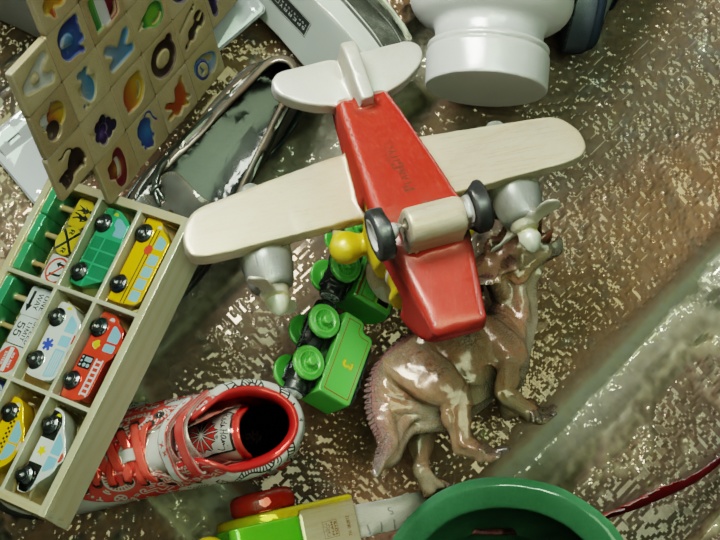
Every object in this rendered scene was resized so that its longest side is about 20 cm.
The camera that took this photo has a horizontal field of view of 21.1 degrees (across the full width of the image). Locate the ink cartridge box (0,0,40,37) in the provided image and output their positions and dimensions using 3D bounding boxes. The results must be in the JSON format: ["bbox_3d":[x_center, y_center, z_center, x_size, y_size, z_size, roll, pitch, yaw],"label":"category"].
[{"bbox_3d":[-0.194,-0.266,1.225,0.144,0.145,0.202,26,77,-6],"label":"ink cartridge box"}]

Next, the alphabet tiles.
[{"bbox_3d":[-0.140,-0.145,1.178,0.006,0.167,0.201,16,53,29],"label":"alphabet tiles"}]

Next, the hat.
[{"bbox_3d":[0.131,0.202,1.265,0.198,0.176,0.168,0,95,20],"label":"hat"}]

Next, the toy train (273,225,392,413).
[{"bbox_3d":[0.000,0.000,1.251,0.056,0.042,0.201,30,64,-19],"label":"toy train"}]

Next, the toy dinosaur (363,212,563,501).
[{"bbox_3d":[0.055,0.057,1.231,0.199,0.086,0.136,-33,86,-26],"label":"toy dinosaur"}]

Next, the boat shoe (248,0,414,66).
[{"bbox_3d":[-0.039,-0.199,1.287,0.063,0.071,0.201,-31,81,-39],"label":"boat shoe"}]

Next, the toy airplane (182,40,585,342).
[{"bbox_3d":[0.016,-0.043,1.185,0.198,0.142,0.200,17,49,19],"label":"toy airplane"}]

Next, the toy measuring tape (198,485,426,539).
[{"bbox_3d":[-0.026,0.167,1.231,0.198,0.073,0.074,-8,80,-34],"label":"toy measuring tape"}]

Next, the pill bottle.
[{"bbox_3d":[0.090,-0.217,1.285,0.110,0.111,0.202,6,79,-9],"label":"pill bottle"}]

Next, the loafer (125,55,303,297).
[{"bbox_3d":[-0.103,-0.059,1.246,0.072,0.063,0.201,33,76,-1],"label":"loafer"}]

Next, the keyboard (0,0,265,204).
[{"bbox_3d":[-0.154,-0.128,1.265,0.200,0.011,0.056,-41,90,-7],"label":"keyboard"}]

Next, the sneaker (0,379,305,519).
[{"bbox_3d":[-0.131,0.107,1.187,0.199,0.108,0.068,-7,81,-11],"label":"sneaker"}]

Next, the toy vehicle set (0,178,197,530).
[{"bbox_3d":[-0.187,0.047,1.193,0.123,0.027,0.201,16,74,33],"label":"toy vehicle set"}]

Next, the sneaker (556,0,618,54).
[{"bbox_3d":[0.192,-0.234,1.328,0.081,0.070,0.202,19,79,-6],"label":"sneaker"}]
